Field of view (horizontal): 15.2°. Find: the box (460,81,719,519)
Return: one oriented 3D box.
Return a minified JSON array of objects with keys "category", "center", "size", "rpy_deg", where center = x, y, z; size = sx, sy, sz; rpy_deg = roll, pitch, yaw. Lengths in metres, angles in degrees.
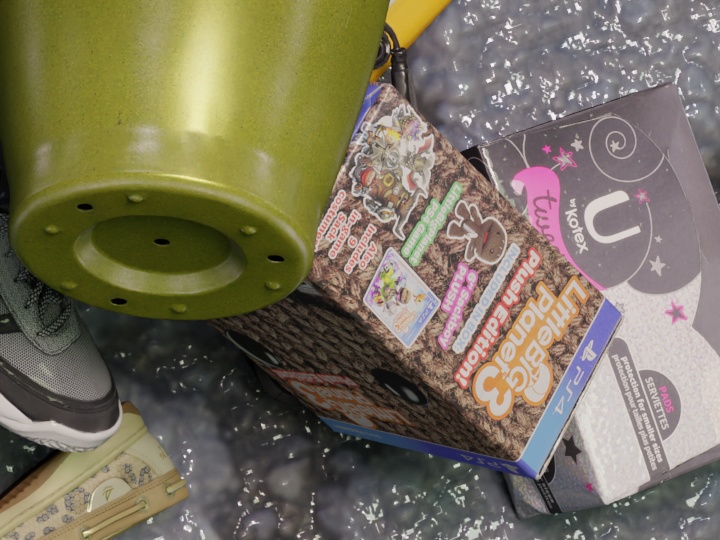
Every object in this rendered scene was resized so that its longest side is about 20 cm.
[{"category":"box","center":[0.126,0.018,1.456],"size":[0.132,0.115,0.201],"rpy_deg":[-19,88,-24]}]

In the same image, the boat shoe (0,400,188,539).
[{"category":"boat shoe","center":[-0.170,0.146,1.338],"size":[0.200,0.073,0.063],"rpy_deg":[-41,94,-23]}]

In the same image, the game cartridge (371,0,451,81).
[{"category":"game cartridge","center":[-0.003,-0.219,1.489],"size":[0.176,0.032,0.200],"rpy_deg":[46,70,-9]}]

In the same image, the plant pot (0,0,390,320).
[{"category":"plant pot","center":[-0.080,-0.090,1.173],"size":[0.200,0.200,0.194],"rpy_deg":[15,61,-19]}]

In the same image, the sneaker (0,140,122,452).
[{"category":"sneaker","center":[-0.158,-0.013,1.262],"size":[0.200,0.114,0.075],"rpy_deg":[54,35,-4]}]

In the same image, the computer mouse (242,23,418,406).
[{"category":"computer mouse","center":[-0.024,-0.037,1.435],"size":[0.140,0.046,0.201],"rpy_deg":[-20,106,-36]}]

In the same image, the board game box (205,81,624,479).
[{"category":"board game box","center":[0.000,0.000,1.322],"size":[0.200,0.159,0.097],"rpy_deg":[42,69,-35]}]
